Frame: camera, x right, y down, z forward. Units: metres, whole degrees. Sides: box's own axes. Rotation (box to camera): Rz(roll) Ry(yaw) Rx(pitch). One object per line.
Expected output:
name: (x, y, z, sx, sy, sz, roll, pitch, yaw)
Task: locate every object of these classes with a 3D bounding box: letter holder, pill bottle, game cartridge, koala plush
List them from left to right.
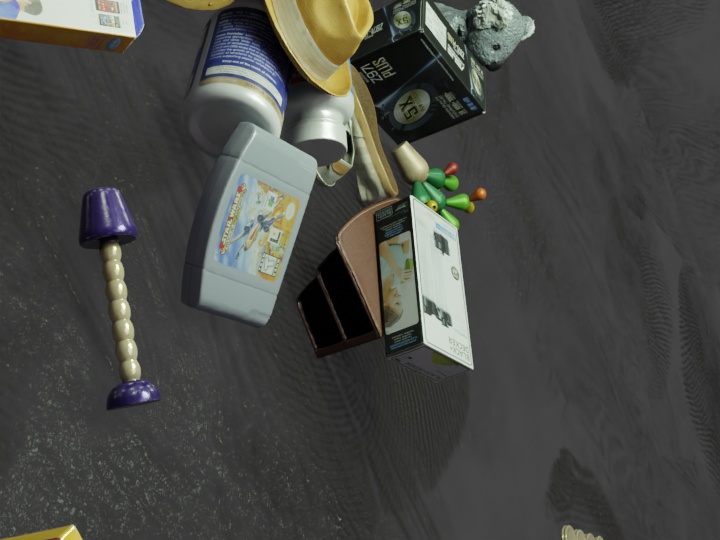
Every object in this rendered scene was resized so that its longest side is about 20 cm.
pill bottle: (-0.135, -0.236, 1.120, 0.116, 0.114, 0.203, 43, 42, -40)
game cartridge: (-0.122, -0.048, 1.043, 0.132, 0.041, 0.204, 22, 85, -57)
pill bottle: (-0.065, -0.243, 1.244, 0.111, 0.111, 0.204, 21, 57, -53)
letter holder: (0.000, 0.000, 1.247, 0.200, 0.099, 0.145, -35, 103, -59)
koala plush: (0.195, -0.404, 1.670, 0.176, 0.197, 0.188, 5, 71, -57)

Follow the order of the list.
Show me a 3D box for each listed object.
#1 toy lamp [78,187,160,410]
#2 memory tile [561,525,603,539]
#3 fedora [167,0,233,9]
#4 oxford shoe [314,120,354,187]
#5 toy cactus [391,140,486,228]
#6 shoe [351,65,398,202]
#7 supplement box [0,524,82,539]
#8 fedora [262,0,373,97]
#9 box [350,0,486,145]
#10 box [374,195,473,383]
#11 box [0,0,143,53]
toy lamp: (-0.227, 0.025, 0.900, 0.058, 0.057, 0.205, 2, 77, -58)
memory tile: (0.406, 0.547, 1.731, 0.199, 0.017, 0.157, 32, 49, -50)
fedora: (-0.214, -0.369, 1.056, 0.198, 0.081, 0.206, 12, 73, -43)
oxford shoe: (-0.040, -0.212, 1.326, 0.075, 0.057, 0.204, 26, 53, -48)
toy cactus: (0.111, -0.128, 1.516, 0.166, 0.101, 0.200, 53, 43, -13)
shoe: (-0.002, -0.195, 1.383, 0.070, 0.052, 0.204, -19, 91, -70)
supplement box: (-0.259, 0.294, 0.663, 0.133, 0.102, 0.200, 65, 30, -13)
fedora: (-0.040, -0.304, 1.123, 0.201, 0.081, 0.203, 45, 32, -38)
box: (0.075, -0.300, 1.456, 0.200, 0.161, 0.088, 41, 43, -43)
box: (0.079, 0.024, 1.203, 0.116, 0.059, 0.204, 31, 48, -46)
box: (-0.290, -0.272, 0.892, 0.197, 0.041, 0.122, -3, 77, -37)
